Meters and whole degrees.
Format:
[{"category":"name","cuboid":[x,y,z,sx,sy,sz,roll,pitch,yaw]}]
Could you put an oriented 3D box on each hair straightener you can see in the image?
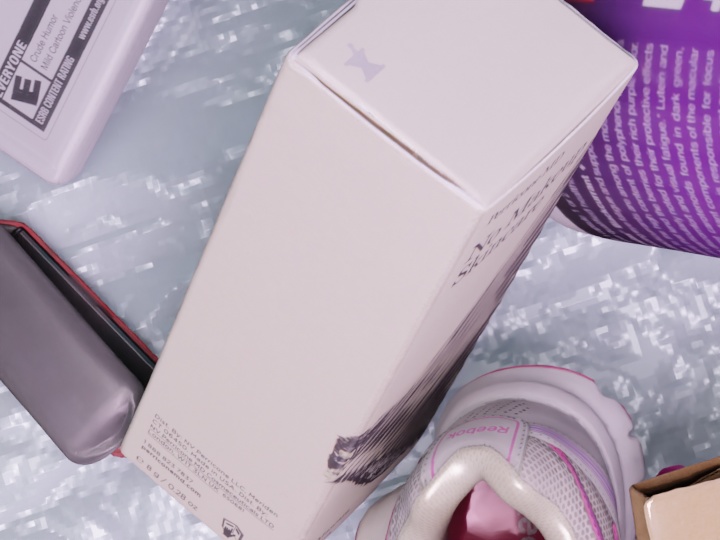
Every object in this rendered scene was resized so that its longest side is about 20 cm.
[{"category":"hair straightener","cuboid":[-0.137,-0.020,0.848,0.041,0.077,0.200,-41,82,12]}]

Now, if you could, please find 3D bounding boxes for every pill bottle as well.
[{"category":"pill bottle","cuboid":[0.106,-0.059,0.768,0.200,0.111,0.112,11,85,43]}]

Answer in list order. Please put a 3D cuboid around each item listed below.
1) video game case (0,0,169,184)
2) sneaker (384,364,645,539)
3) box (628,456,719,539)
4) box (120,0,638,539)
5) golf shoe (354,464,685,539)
[{"category":"video game case","cuboid":[-0.124,-0.157,0.854,0.182,0.023,0.200,34,113,10]},{"category":"sneaker","cuboid":[0.040,0.127,0.737,0.081,0.088,0.200,-10,86,21]},{"category":"box","cuboid":[0.164,0.133,0.755,0.163,0.021,0.200,-15,106,-18]},{"category":"box","cuboid":[0.000,0.000,0.767,0.068,0.200,0.082,40,53,10]},{"category":"golf shoe","cuboid":[0.092,0.116,0.797,0.200,0.075,0.092,39,111,9]}]
